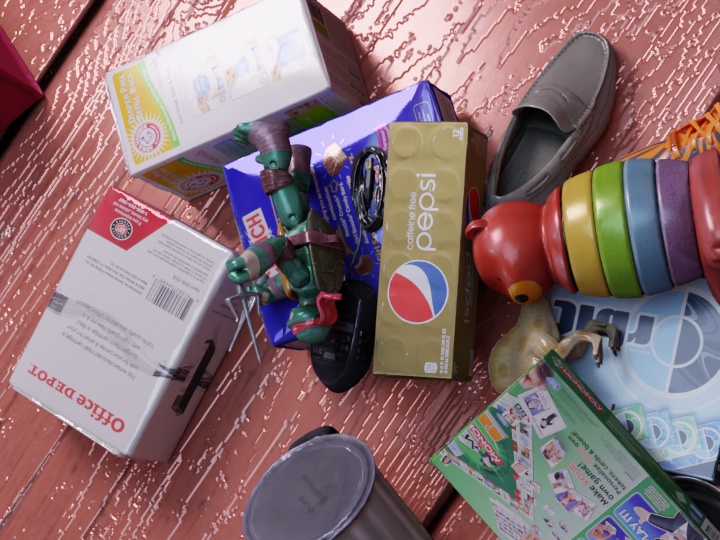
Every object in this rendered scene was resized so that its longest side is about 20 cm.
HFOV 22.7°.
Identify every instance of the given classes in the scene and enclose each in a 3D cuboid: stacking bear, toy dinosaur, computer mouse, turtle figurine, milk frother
[{"bbox_3d":[0.183,-0.024,1.377,0.199,0.122,0.114,-9,62,14],"label":"stacking bear"},{"bbox_3d":[0.148,0.062,1.414,0.100,0.058,0.202,-3,77,25],"label":"toy dinosaur"},{"bbox_3d":[0.000,0.000,1.450,0.058,0.034,0.201,14,94,49],"label":"computer mouse"},{"bbox_3d":[-0.060,-0.012,1.427,0.100,0.150,0.201,-4,71,-4],"label":"turtle figurine"},{"bbox_3d":[-0.038,0.246,1.412,0.200,0.188,0.180,-39,32,-6],"label":"milk frother"}]

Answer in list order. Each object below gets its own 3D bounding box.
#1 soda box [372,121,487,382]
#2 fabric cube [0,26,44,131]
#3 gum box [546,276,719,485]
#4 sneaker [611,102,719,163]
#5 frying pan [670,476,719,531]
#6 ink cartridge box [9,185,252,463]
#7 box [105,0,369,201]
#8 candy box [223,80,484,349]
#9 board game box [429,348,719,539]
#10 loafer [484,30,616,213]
[{"bbox_3d":[0.056,-0.014,1.417,0.067,0.064,0.202,2,85,20],"label":"soda box"},{"bbox_3d":[-0.458,-0.197,1.683,0.199,0.196,0.200,-38,67,8],"label":"fabric cube"},{"bbox_3d":[0.225,0.055,1.439,0.169,0.045,0.201,11,83,23],"label":"gum box"},{"bbox_3d":[0.279,-0.119,1.412,0.199,0.112,0.078,-16,40,11],"label":"sneaker"},{"bbox_3d":[0.222,0.219,1.411,0.189,0.031,0.116,-4,86,36],"label":"frying pan"},{"bbox_3d":[-0.197,0.050,1.586,0.144,0.084,0.201,28,89,24],"label":"ink cartridge box"},{"bbox_3d":[-0.107,-0.152,1.578,0.199,0.112,0.102,-22,73,16],"label":"box"},{"bbox_3d":[0.001,-0.043,1.523,0.199,0.077,0.170,-20,75,16],"label":"candy box"},{"bbox_3d":[0.166,0.178,1.382,0.200,0.029,0.135,48,118,4],"label":"board game box"},{"bbox_3d":[0.157,-0.119,1.473,0.070,0.070,0.201,14,66,24],"label":"loafer"}]
